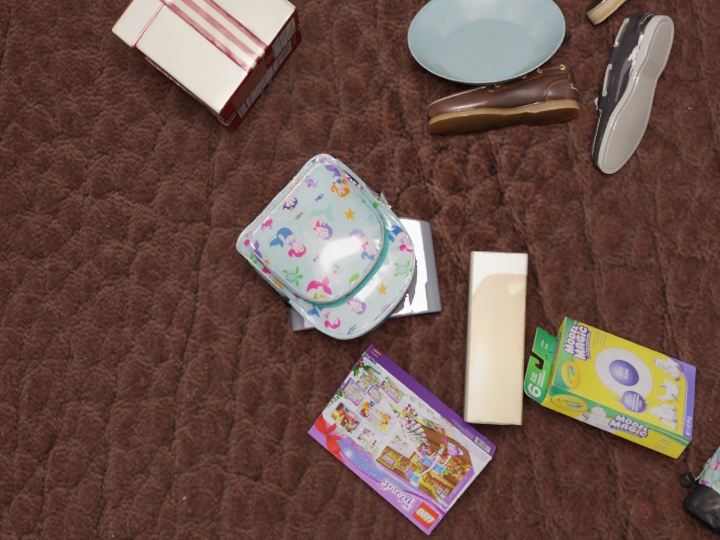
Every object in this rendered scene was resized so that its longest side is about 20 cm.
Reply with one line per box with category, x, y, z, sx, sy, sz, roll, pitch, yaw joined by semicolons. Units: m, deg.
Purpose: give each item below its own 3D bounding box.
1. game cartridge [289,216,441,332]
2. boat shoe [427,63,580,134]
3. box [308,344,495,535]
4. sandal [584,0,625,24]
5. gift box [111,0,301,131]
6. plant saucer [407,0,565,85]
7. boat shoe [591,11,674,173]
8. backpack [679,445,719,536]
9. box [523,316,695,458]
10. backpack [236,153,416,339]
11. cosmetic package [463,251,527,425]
game cartridge;0.000;0.000;1.115;0.195;0.042;0.136;-8;89;4
boat shoe;0.180;-0.220;1.105;0.195;0.070;0.072;-7;80;-3
box;0.049;0.209;1.069;0.199;0.039;0.138;39;110;7
sandal;0.388;-0.379;1.108;0.211;0.078;0.070;-43;103;6
gift box;-0.185;-0.315;1.090;0.185;0.185;0.202;36;85;-2
plant saucer;0.159;-0.291;1.095;0.196;0.039;0.204;-6;50;7
boat shoe;0.332;-0.226;1.094;0.060;0.073;0.204;28;107;46
backpack;0.497;0.241;1.010;0.166;0.127;0.201;37;86;10
box;0.301;0.134;1.044;0.196;0.049;0.118;19;46;7
backpack;-0.029;-0.021;1.035;0.178;0.151;0.200;-45;88;-2
cosmetic package;0.165;0.083;1.061;0.069;0.105;0.205;2;87;6
